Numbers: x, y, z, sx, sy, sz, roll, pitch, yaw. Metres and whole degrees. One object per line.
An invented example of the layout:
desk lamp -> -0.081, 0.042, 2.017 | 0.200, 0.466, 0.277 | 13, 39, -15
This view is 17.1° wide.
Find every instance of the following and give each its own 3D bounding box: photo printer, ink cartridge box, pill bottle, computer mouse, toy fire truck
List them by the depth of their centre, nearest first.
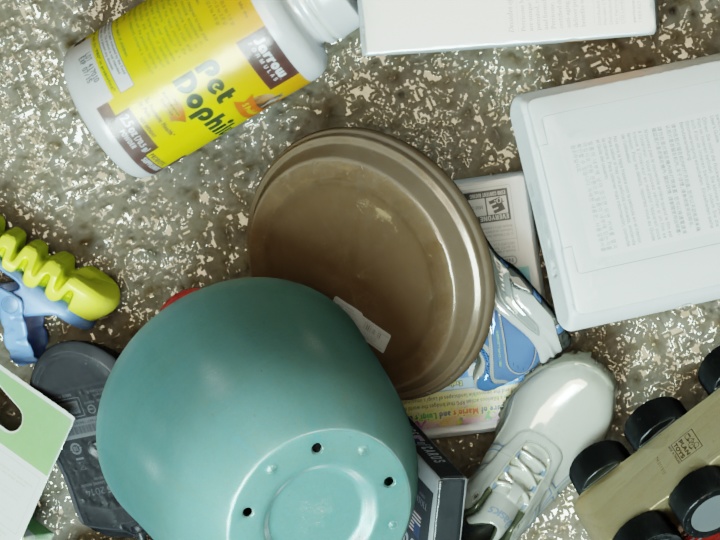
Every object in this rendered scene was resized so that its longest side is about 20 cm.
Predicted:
photo printer -> 0.216, -0.059, 1.632 | 0.200, 0.069, 0.166 | -13, 85, -8
toy fire truck -> 0.271, 0.175, 1.663 | 0.176, 0.200, 0.129 | -39, 46, 9
pill bottle -> -0.100, -0.156, 1.672 | 0.200, 0.109, 0.109 | -30, 91, 11
computer mouse -> -0.178, 0.136, 1.723 | 0.138, 0.053, 0.200 | -7, 108, 23
ink cartridge box -> -0.286, 0.157, 1.739 | 0.146, 0.048, 0.200 | 32, 103, 24

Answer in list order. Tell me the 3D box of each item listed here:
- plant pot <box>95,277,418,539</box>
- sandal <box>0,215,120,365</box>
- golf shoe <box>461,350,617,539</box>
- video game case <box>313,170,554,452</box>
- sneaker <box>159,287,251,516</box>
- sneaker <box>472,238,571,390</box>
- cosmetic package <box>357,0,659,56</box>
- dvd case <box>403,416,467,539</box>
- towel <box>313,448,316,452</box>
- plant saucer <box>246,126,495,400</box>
plant pot -> -0.054, 0.127, 1.553 | 0.201, 0.161, 0.201 | -9, 115, -19
sandal -> -0.278, 0.001, 1.734 | 0.200, 0.079, 0.087 | 32, 103, 6
golf shoe -> 0.112, 0.149, 1.666 | 0.078, 0.097, 0.200 | 33, 108, -6
video game case -> 0.034, 0.031, 1.716 | 0.200, 0.024, 0.182 | -8, 95, 9
sneaker -> -0.096, 0.113, 1.669 | 0.071, 0.098, 0.200 | -21, 96, 16
sneaker -> 0.056, -0.003, 1.658 | 0.077, 0.076, 0.200 | -42, 89, 5
cosmetic package -> 0.103, -0.190, 1.643 | 0.200, 0.101, 0.071 | -3, 96, 10
dvd case -> 0.031, 0.213, 1.664 | 0.025, 0.150, 0.200 | 0, 105, -17
towel -> -0.106, 0.136, 1.738 | 0.144, 0.023, 0.200 | -30, 92, 19
plant saucer -> 0.000, 0.000, 1.646 | 0.200, 0.029, 0.200 | 13, 116, 29
